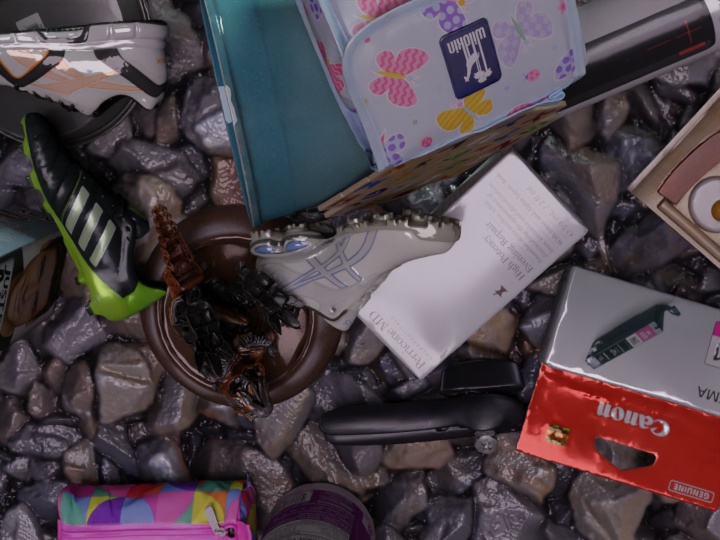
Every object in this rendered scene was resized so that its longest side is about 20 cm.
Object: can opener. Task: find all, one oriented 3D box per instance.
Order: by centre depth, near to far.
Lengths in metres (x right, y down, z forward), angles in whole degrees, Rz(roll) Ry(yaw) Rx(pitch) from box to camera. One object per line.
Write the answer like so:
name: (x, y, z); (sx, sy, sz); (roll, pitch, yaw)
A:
can opener: (0.060, 0.140, 0.971); (0.199, 0.079, 0.064); (-12, 141, 11)

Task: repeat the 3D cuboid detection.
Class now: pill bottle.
pill bottle: (-0.047, 0.283, 0.935); (0.111, 0.200, 0.113); (1, 104, 5)

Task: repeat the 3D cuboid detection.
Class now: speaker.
speaker: (0.221, -0.193, 0.858); (0.199, 0.081, 0.082); (-22, 101, 9)

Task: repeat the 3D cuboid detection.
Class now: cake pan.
cake pan: (-0.287, -0.208, 0.923); (0.199, 0.037, 0.202); (1, 103, 5)

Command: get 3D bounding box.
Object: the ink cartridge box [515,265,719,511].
ink cartridge box: (0.256, 0.107, 0.923); (0.199, 0.044, 0.175); (16, 87, 1)

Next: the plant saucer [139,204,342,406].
plant saucer: (-0.115, 0.039, 0.971); (0.199, 0.032, 0.202); (1, 102, 5)

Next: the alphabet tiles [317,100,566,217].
alphabet tiles: (0.064, -0.087, 0.833); (0.200, 0.166, 0.006); (-27, 84, 47)

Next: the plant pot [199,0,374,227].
plant pot: (-0.021, -0.155, 0.842); (0.187, 0.200, 0.201); (-14, 102, -7)

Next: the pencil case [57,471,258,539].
pencil case: (-0.194, 0.244, 1.001); (0.198, 0.088, 0.089); (-4, 103, 7)

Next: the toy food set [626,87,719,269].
toy food set: (0.350, -0.061, 0.887); (0.200, 0.060, 0.144); (40, 103, -4)

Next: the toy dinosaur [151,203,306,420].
toy dinosaur: (-0.131, 0.044, 0.896); (0.200, 0.136, 0.102); (44, 70, -19)

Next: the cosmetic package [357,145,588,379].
cosmetic package: (0.092, -0.008, 0.918); (0.102, 0.074, 0.200); (44, 102, -5)

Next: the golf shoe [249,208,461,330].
golf shoe: (0.000, 0.000, 0.877); (0.199, 0.078, 0.098); (-7, 92, 33)

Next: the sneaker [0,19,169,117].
sneaker: (-0.259, -0.167, 0.874); (0.198, 0.074, 0.081); (-2, 105, 6)

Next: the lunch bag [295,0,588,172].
lunch bag: (0.047, -0.188, 0.699); (0.169, 0.127, 0.201); (-22, 92, -4)

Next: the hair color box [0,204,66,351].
hair color box: (-0.323, 0.013, 0.895); (0.060, 0.200, 0.100); (17, 104, 1)

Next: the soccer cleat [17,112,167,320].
soccer cleat: (-0.238, -0.053, 0.923); (0.081, 0.068, 0.201); (-23, 105, -5)
